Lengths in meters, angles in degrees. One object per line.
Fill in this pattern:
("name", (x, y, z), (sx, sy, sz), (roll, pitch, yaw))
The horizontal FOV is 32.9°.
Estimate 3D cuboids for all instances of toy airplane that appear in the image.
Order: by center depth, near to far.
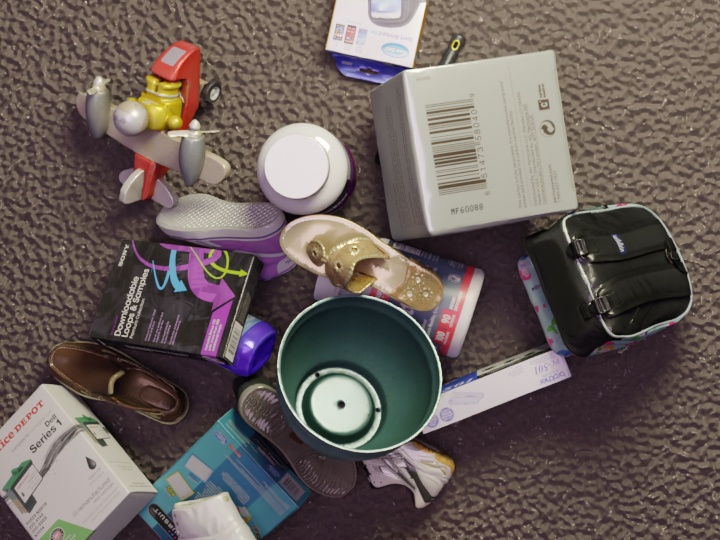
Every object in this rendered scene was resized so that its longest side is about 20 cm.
("toy airplane", (-0.273, -0.177, 1.572), (0.200, 0.141, 0.199), (-21, 78, 23))

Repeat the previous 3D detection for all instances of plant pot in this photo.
("plant pot", (-0.014, 0.148, 1.493), (0.200, 0.134, 0.201), (6, 62, -11))

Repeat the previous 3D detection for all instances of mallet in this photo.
("mallet", (0.095, -0.212, 1.595), (0.066, 0.041, 0.200), (33, 90, 3))

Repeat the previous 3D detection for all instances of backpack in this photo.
("backpack", (0.307, 0.012, 1.511), (0.200, 0.151, 0.178), (-15, 78, -34))

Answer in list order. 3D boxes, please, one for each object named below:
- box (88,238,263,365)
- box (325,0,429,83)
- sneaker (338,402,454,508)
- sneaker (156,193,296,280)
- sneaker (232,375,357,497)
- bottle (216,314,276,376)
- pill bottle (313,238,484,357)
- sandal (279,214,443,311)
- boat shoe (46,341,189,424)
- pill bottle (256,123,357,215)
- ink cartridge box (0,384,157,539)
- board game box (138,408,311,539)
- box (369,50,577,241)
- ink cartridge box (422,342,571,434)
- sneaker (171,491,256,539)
("box", (-0.236, 0.038, 1.556), (0.200, 0.036, 0.143), (6, 68, 23))
("box", (0.028, -0.348, 1.592), (0.119, 0.041, 0.200), (12, 91, 5))
("sneaker", (0.021, 0.239, 1.593), (0.200, 0.076, 0.088), (31, 94, 4))
("sneaker", (-0.173, -0.034, 1.605), (0.200, 0.114, 0.073), (10, 52, 31))
("sneaker", (-0.085, 0.209, 1.600), (0.075, 0.106, 0.200), (-43, 107, -3))
("bottle", (-0.212, 0.068, 1.603), (0.200, 0.084, 0.065), (26, 119, 16))
("pill bottle", (0.048, 0.026, 1.563), (0.200, 0.120, 0.120), (18, 93, 5))
("sandal", (0.002, -0.005, 1.456), (0.211, 0.070, 0.078), (23, 103, -3))
("boat shoe", (-0.322, 0.142, 1.616), (0.202, 0.075, 0.075), (19, 80, 2))
("pill bottle", (-0.067, -0.124, 1.527), (0.112, 0.200, 0.113), (0, 92, 5))
("ink cartridge box", (-0.389, 0.268, 1.598), (0.146, 0.084, 0.200), (-47, 70, 5))
("board game box", (-0.184, 0.299, 1.595), (0.151, 0.047, 0.200), (47, 117, 2))
("box", (0.135, -0.149, 1.500), (0.200, 0.171, 0.199), (-10, 91, -15))
("ink cartridge box", (0.168, 0.149, 1.568), (0.200, 0.094, 0.044), (-22, 90, 6))
("sneaker", (-0.216, 0.355, 1.568), (0.200, 0.074, 0.116), (-36, 77, 30))
